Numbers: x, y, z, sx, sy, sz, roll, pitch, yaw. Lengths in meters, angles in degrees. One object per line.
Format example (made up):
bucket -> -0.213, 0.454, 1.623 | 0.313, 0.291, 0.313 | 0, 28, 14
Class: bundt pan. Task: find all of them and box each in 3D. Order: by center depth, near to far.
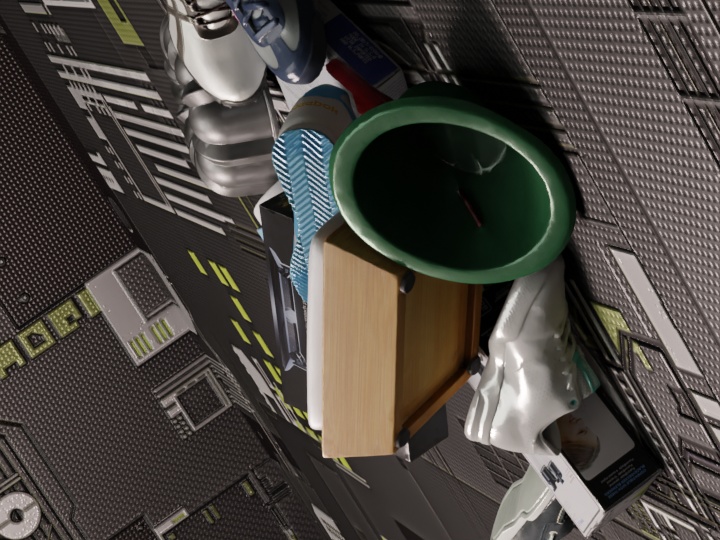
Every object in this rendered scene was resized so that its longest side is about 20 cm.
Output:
bundt pan -> -0.129, -0.157, 2.039 | 0.202, 0.075, 0.203 | 164, 90, -82

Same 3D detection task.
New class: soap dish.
soap dish -> 0.030, 0.029, 1.705 | 0.081, 0.157, 0.201 | 21, 129, 27

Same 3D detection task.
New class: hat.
hat -> 0.069, -0.112, 1.606 | 0.199, 0.177, 0.166 | 22, 135, -3

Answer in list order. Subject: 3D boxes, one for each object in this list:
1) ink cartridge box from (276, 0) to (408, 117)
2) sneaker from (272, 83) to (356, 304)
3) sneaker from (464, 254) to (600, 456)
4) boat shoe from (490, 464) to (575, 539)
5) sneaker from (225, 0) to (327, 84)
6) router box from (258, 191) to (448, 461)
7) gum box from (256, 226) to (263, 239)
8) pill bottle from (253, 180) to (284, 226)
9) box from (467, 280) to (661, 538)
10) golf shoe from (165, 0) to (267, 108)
ink cartridge box -> -0.013, -0.145, 1.829 | 0.196, 0.043, 0.200 | 46, 168, 35
sneaker -> -0.017, -0.050, 1.760 | 0.076, 0.081, 0.201 | 5, 132, 14
sneaker -> 0.141, 0.062, 1.690 | 0.088, 0.075, 0.201 | 20, 135, 9
boat shoe -> 0.171, 0.206, 2.019 | 0.060, 0.076, 0.200 | 18, 158, -5
sneaker -> -0.098, -0.227, 1.734 | 0.070, 0.082, 0.201 | -42, 70, 38
router box -> -0.005, 0.043, 1.896 | 0.157, 0.052, 0.201 | 23, 130, 40
gum box -> -0.029, 0.012, 2.334 | 0.170, 0.044, 0.200 | 57, 170, -5
pill bottle -> 0.000, 0.000, 2.003 | 0.200, 0.114, 0.114 | 54, 169, 11
box -> 0.152, 0.111, 1.817 | 0.200, 0.060, 0.117 | 53, 169, 14
golf shoe -> -0.130, -0.228, 1.856 | 0.094, 0.077, 0.201 | -115, 5, -82
